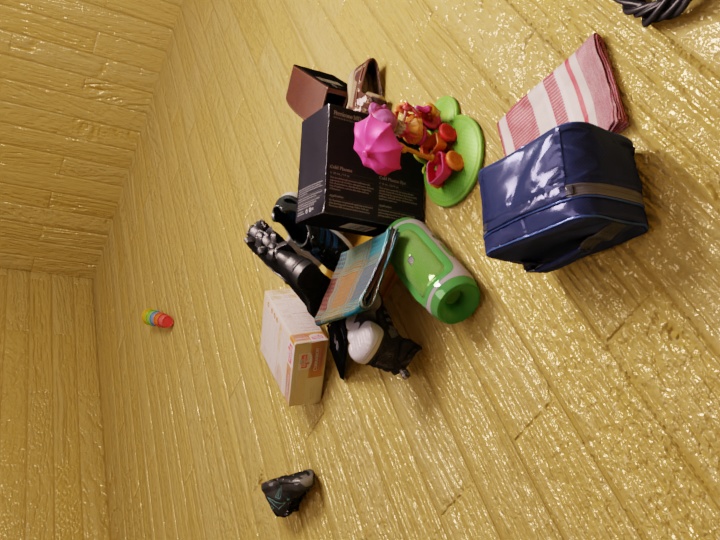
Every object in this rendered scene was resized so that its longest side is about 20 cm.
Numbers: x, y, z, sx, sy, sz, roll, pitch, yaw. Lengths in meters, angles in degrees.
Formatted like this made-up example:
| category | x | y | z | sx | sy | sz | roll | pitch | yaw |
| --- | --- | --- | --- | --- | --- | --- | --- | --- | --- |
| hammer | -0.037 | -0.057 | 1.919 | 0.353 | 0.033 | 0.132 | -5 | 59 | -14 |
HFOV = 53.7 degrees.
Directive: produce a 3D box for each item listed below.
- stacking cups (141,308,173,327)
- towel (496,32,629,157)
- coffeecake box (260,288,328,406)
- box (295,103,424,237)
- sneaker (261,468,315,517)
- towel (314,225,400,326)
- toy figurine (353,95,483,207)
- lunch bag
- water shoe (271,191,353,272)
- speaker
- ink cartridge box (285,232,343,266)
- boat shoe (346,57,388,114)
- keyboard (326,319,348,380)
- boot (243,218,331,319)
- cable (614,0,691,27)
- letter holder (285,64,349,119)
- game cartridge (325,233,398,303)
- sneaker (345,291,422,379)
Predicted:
| category | x | y | z | sx | sy | sz | roll | pitch | yaw |
| --- | --- | --- | --- | --- | --- | --- | --- | --- | --- |
| stacking cups | -0.692 | 0.162 | 2.428 | 0.199 | 0.060 | 0.061 | -2 | 81 | 58 |
| towel | 0.263 | -0.202 | 0.963 | 0.200 | 0.023 | 0.145 | -40 | 49 | 49 |
| coffeecake box | -0.141 | 0.154 | 1.467 | 0.200 | 0.072 | 0.155 | -129 | 41 | -51 |
| box | 0.003 | -0.161 | 1.214 | 0.104 | 0.199 | 0.184 | -12 | 72 | 58 |
| sneaker | -0.137 | 0.451 | 1.437 | 0.200 | 0.075 | 0.080 | -39 | 64 | 57 |
| towel | -0.012 | 0.014 | 1.169 | 0.200 | 0.022 | 0.148 | -23 | 41 | 61 |
| toy figurine | 0.073 | -0.213 | 1.125 | 0.150 | 0.183 | 0.202 | -40 | 49 | 48 |
| lunch bag | 0.235 | -0.072 | 0.864 | 0.200 | 0.135 | 0.134 | -29 | 58 | 54 |
| water shoe | -0.085 | -0.050 | 1.289 | 0.071 | 0.200 | 0.079 | -39 | 11 | 33 |
| speaker | 0.106 | -0.004 | 1.114 | 0.200 | 0.088 | 0.089 | 55 | 128 | 49 |
| ink cartridge box | -0.059 | -0.129 | 1.377 | 0.200 | 0.087 | 0.146 | -50 | 18 | 39 |
| boat shoe | 0.016 | -0.314 | 1.360 | 0.072 | 0.072 | 0.202 | -31 | 52 | 52 |
| keyboard | -0.031 | 0.120 | 1.306 | 0.200 | 0.039 | 0.105 | 100 | 153 | -62 |
| boot | -0.130 | -0.001 | 1.332 | 0.162 | 0.199 | 0.073 | 36 | 77 | 32 |
| cable | 0.355 | -0.386 | 0.840 | 0.164 | 0.050 | 0.201 | -63 | 38 | 37 |
| letter holder | -0.083 | -0.332 | 1.498 | 0.200 | 0.100 | 0.143 | 47 | 124 | 53 |
| game cartridge | 0.000 | 0.000 | 1.347 | 0.177 | 0.032 | 0.201 | -63 | 33 | 29 |
| sneaker | 0.039 | 0.107 | 1.189 | 0.076 | 0.113 | 0.201 | -49 | 19 | 23 |
